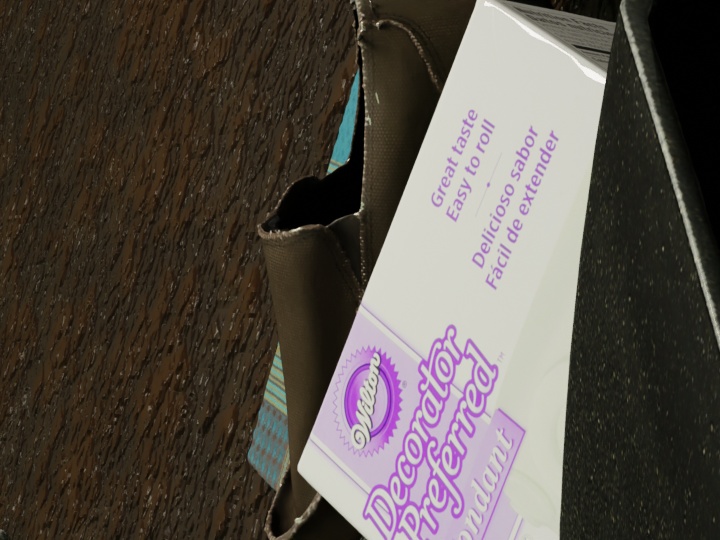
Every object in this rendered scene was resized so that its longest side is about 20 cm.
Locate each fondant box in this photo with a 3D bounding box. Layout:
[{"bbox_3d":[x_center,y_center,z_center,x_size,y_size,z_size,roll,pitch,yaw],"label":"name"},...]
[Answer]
[{"bbox_3d":[0.079,0.038,0.714,0.200,0.058,0.144,40,116,47],"label":"fondant box"}]

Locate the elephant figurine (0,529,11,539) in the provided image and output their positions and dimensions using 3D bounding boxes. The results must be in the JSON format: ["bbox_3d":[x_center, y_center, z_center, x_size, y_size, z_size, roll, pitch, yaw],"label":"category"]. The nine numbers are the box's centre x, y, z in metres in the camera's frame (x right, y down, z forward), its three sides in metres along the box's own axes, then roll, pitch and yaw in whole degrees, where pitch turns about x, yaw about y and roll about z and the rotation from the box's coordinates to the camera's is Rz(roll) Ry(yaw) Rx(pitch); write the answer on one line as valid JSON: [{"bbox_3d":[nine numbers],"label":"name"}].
[{"bbox_3d":[-0.153,0.215,1.229,0.155,0.142,0.200,-48,0,-9],"label":"elephant figurine"}]

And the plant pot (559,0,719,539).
[{"bbox_3d":[0.126,0.091,0.463,0.200,0.200,0.177,-99,20,-48],"label":"plant pot"}]

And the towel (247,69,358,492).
[{"bbox_3d":[0.008,-0.002,1.091,0.147,0.022,0.200,-143,68,-70],"label":"towel"}]

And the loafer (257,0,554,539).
[{"bbox_3d":[0.000,0.000,0.892,0.073,0.071,0.200,-115,40,-73],"label":"loafer"}]
